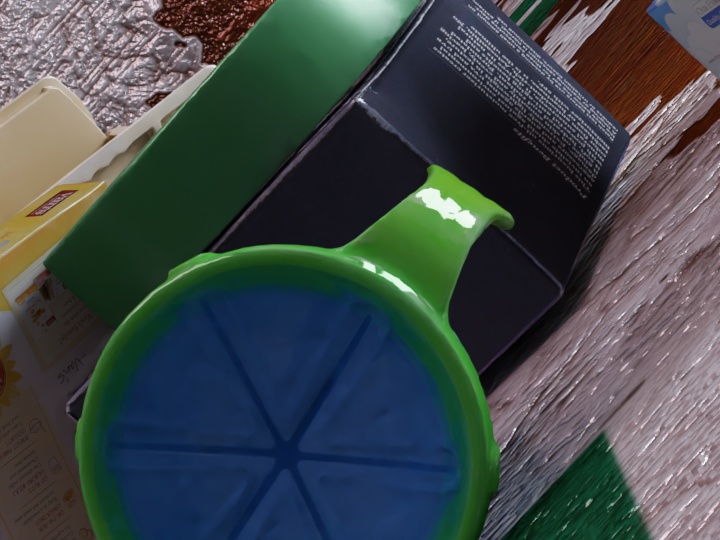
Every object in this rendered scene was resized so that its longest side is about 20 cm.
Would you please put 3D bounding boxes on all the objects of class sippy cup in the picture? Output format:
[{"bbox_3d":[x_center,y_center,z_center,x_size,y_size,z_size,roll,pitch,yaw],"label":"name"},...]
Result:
[{"bbox_3d":[-0.014,0.055,0.882,0.177,0.140,0.130,-22,-1,11],"label":"sippy cup"}]

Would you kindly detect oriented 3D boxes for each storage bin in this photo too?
[{"bbox_3d":[-0.160,-0.021,1.342,0.198,0.094,0.200,-40,21,-24],"label":"storage bin"}]

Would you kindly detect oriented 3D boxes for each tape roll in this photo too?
[{"bbox_3d":[-0.055,-0.062,1.129,0.200,0.048,0.200,-47,5,5],"label":"tape roll"}]

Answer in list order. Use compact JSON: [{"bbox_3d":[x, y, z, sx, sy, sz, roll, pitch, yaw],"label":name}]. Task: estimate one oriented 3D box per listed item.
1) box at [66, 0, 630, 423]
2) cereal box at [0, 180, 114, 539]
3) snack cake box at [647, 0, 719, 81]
[{"bbox_3d":[0.000,0.000,1.136,0.200,0.123,0.198,-46,4,25],"label":"box"},{"bbox_3d":[-0.136,0.079,1.206,0.039,0.201,0.144,-3,27,42],"label":"cereal box"},{"bbox_3d":[0.203,-0.155,0.930,0.200,0.067,0.115,-50,5,-21],"label":"snack cake box"}]
